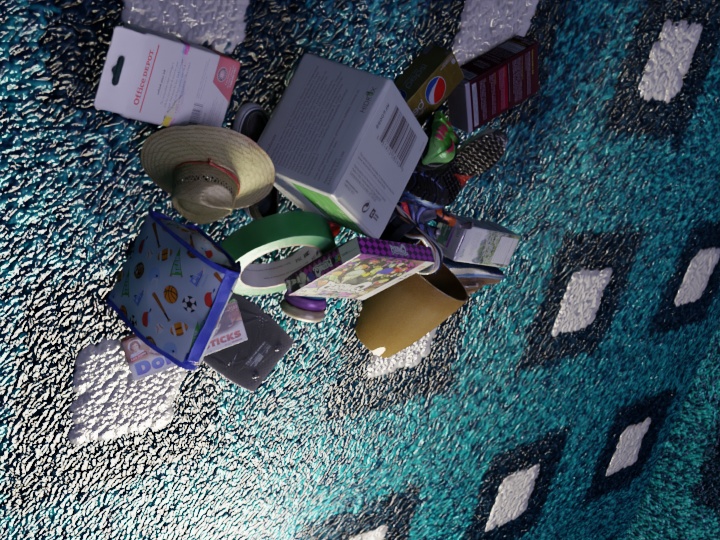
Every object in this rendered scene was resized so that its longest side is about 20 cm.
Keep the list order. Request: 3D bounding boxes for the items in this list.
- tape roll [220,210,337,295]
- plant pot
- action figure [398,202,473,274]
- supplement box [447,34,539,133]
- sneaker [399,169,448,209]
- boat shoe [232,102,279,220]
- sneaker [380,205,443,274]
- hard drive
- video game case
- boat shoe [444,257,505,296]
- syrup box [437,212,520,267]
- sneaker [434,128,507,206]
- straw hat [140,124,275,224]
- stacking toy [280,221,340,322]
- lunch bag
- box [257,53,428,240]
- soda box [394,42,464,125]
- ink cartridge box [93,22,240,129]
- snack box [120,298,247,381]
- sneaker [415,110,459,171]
[{"bbox_3d":[-0.138,-0.025,1.343,0.198,0.049,0.201,-17,157,-8],"label":"tape roll"},{"bbox_3d":[0.083,0.070,1.614,0.185,0.187,0.201,16,119,-47],"label":"plant pot"},{"bbox_3d":[0.125,-0.094,1.581,0.191,0.104,0.203,-11,92,-31],"label":"action figure"},{"bbox_3d":[0.258,-0.362,1.566,0.199,0.061,0.110,-32,134,-23],"label":"supplement box"},{"bbox_3d":[0.064,-0.156,1.458,0.079,0.197,0.076,116,-7,-64],"label":"sneaker"},{"bbox_3d":[-0.159,-0.169,1.303,0.068,0.056,0.202,-24,130,-31],"label":"boat shoe"},{"bbox_3d":[0.066,-0.067,1.481,0.079,0.199,0.080,-55,-178,20],"label":"sneaker"},{"bbox_3d":[-0.216,0.124,1.447,0.135,0.042,0.200,-50,137,-6],"label":"hard drive"},{"bbox_3d":[0.000,0.000,1.387,0.180,0.036,0.199,-29,158,36],"label":"video game case"},{"bbox_3d":[0.233,0.015,1.786,0.198,0.072,0.073,6,117,-34],"label":"boat shoe"},{"bbox_3d":[0.246,-0.064,1.732,0.198,0.081,0.080,6,111,-45],"label":"syrup box"},{"bbox_3d":[0.190,-0.207,1.476,0.070,0.094,0.200,29,134,-18],"label":"sneaker"},{"bbox_3d":[-0.226,-0.115,1.172,0.198,0.086,0.202,2,145,1],"label":"straw hat"},{"bbox_3d":[-0.084,-0.013,1.467,0.085,0.085,0.203,3,106,-44],"label":"stacking toy"},{"bbox_3d":[-0.268,0.032,1.223,0.123,0.199,0.172,16,103,-47],"label":"lunch bag"},{"bbox_3d":[-0.029,-0.192,1.277,0.202,0.170,0.199,-62,152,-6],"label":"box"},{"bbox_3d":[0.093,-0.305,1.446,0.200,0.064,0.068,-49,138,-7],"label":"soda box"},{"bbox_3d":[-0.277,-0.266,1.123,0.198,0.067,0.118,6,111,-47],"label":"ink cartridge box"},{"bbox_3d":[-0.290,0.114,1.340,0.198,0.024,0.073,-20,109,-18],"label":"snack box"},{"bbox_3d":[0.123,-0.224,1.421,0.083,0.200,0.077,-31,100,20],"label":"sneaker"}]
